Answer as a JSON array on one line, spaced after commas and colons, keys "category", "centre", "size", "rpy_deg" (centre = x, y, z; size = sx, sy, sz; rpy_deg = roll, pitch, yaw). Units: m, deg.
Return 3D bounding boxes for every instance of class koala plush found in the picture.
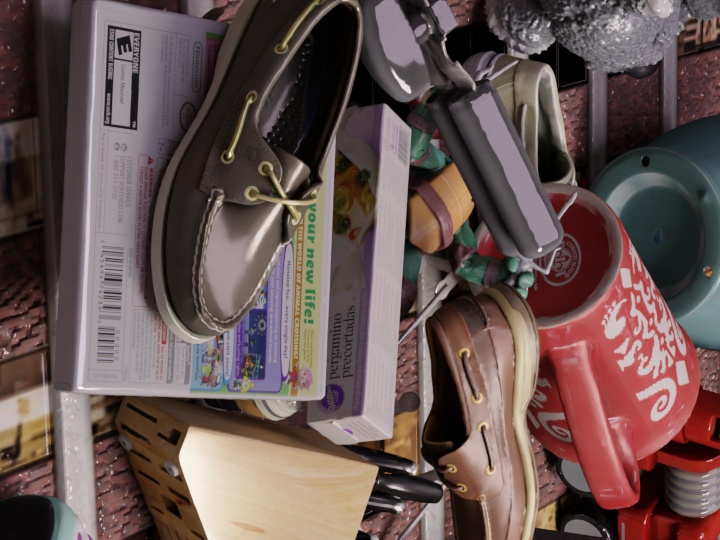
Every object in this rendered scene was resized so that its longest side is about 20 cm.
[{"category": "koala plush", "centre": [0.186, -0.208, 1.572], "size": [0.200, 0.177, 0.184], "rpy_deg": [-38, 115, -48]}]

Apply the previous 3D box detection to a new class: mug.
[{"category": "mug", "centre": [0.161, 0.048, 1.533], "size": [0.133, 0.178, 0.200], "rpy_deg": [-37, 146, -3]}]

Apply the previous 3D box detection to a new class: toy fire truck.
[{"category": "toy fire truck", "centre": [0.263, 0.143, 1.699], "size": [0.129, 0.199, 0.177], "rpy_deg": [-45, 140, -44]}]

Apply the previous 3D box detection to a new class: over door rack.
[{"category": "over door rack", "centre": [0.043, 0.108, 1.487], "size": [0.200, 0.066, 0.148], "rpy_deg": [-58, 140, -34]}]

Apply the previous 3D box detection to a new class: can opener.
[{"category": "can opener", "centre": [0.055, -0.091, 1.361], "size": [0.066, 0.053, 0.200], "rpy_deg": [-38, 109, -17]}]

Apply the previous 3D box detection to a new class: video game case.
[{"category": "video game case", "centre": [-0.084, -0.033, 1.200], "size": [0.182, 0.022, 0.201], "rpy_deg": [5, 86, -46]}]

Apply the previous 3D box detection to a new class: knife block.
[{"category": "knife block", "centre": [-0.036, 0.120, 1.322], "size": [0.175, 0.064, 0.201], "rpy_deg": [-36, 127, -27]}]

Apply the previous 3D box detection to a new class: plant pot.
[{"category": "plant pot", "centre": [0.271, -0.026, 1.716], "size": [0.188, 0.200, 0.201], "rpy_deg": [-4, 100, -48]}]

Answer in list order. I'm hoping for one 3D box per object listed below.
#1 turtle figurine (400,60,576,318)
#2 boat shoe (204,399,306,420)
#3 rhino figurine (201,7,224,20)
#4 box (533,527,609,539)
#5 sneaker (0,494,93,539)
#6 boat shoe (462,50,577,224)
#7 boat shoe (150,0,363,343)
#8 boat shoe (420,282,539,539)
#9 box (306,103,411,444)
[{"category": "turtle figurine", "centre": [0.050, -0.036, 1.437], "size": [0.200, 0.101, 0.150], "rpy_deg": [-46, 111, -29]}, {"category": "boat shoe", "centre": [-0.054, -0.004, 1.322], "size": [0.075, 0.062, 0.201], "rpy_deg": [46, 45, -48]}, {"category": "rhino figurine", "centre": [-0.095, -0.048, 1.249], "size": [0.087, 0.060, 0.201], "rpy_deg": [14, 82, -53]}, {"category": "box", "centre": [0.130, 0.297, 1.620], "size": [0.122, 0.106, 0.201], "rpy_deg": [-51, 135, -42]}, {"category": "sneaker", "centre": [-0.168, 0.231, 1.169], "size": [0.140, 0.078, 0.201], "rpy_deg": [52, 53, -47]}, {"category": "boat shoe", "centre": [0.118, -0.062, 1.574], "size": [0.072, 0.062, 0.200], "rpy_deg": [-55, 139, -37]}, {"category": "boat shoe", "centre": [-0.051, -0.058, 1.173], "size": [0.072, 0.060, 0.202], "rpy_deg": [33, 66, -41]}, {"category": "boat shoe", "centre": [0.068, 0.106, 1.413], "size": [0.067, 0.072, 0.201], "rpy_deg": [-12, 114, -24]}, {"category": "box", "centre": [0.000, 0.000, 1.316], "size": [0.041, 0.039, 0.201], "rpy_deg": [38, 50, -54]}]
